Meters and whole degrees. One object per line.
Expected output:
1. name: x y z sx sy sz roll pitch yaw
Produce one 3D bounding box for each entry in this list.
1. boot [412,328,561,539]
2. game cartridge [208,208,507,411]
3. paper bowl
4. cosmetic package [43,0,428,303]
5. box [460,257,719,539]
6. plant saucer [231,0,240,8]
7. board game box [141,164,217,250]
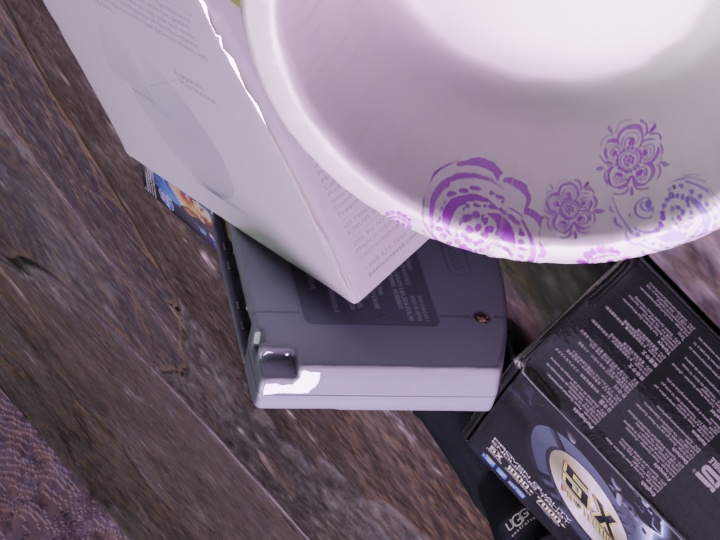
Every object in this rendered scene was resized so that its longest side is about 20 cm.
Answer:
1. boot: 0.108 0.118 1.473 0.200 0.076 0.168 28 -151 -55
2. game cartridge: 0.000 0.000 1.284 0.200 0.133 0.041 -106 18 -53
3. paper bowl: 0.066 -0.108 0.874 0.200 0.105 0.201 5 129 7
4. cosmetic package: -0.052 -0.125 1.218 0.199 0.123 0.200 33 159 44
5. box: 0.157 0.108 1.287 0.200 0.086 0.164 47 164 6
6. plant saucer: -0.007 -0.181 1.000 0.200 0.048 0.200 40 137 28
7. board game box: -0.042 -0.040 1.514 0.200 0.062 0.200 43 164 13
